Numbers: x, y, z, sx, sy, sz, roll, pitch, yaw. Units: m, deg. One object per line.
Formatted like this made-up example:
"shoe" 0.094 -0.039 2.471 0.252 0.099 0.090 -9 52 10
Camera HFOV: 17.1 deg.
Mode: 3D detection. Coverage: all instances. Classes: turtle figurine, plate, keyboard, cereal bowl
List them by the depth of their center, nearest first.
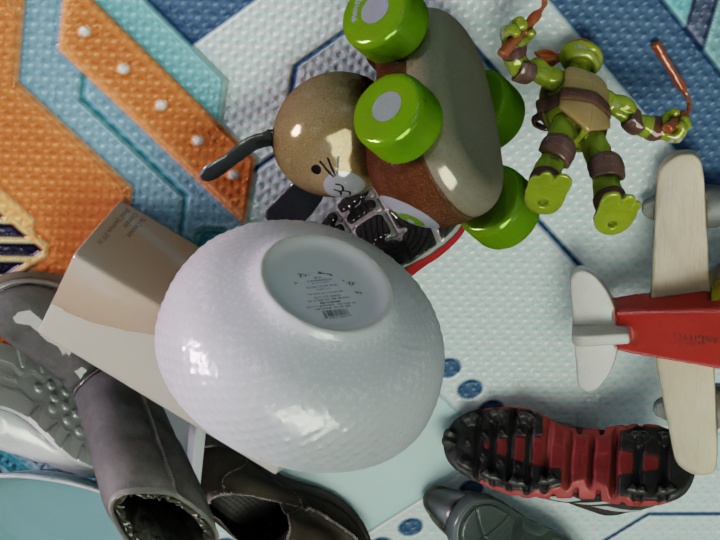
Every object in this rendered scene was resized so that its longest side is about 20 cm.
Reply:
"cereal bowl" -0.033 0.036 1.610 0.199 0.200 0.083 7 133 -17
"turtle figurine" 0.142 -0.109 1.648 0.200 0.162 0.064 27 138 -25
"keyboard" -0.138 0.144 1.844 0.011 0.056 0.201 -12 130 -26
"plate" -0.230 0.196 1.859 0.199 0.026 0.200 8 150 5

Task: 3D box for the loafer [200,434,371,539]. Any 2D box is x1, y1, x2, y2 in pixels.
"loafer" -0.069 0.205 1.905 0.200 0.071 0.073 33 117 -32

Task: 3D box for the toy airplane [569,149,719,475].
"toy airplane" 0.254 0.034 1.805 0.199 0.141 0.200 45 126 4

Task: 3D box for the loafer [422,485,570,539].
"loafer" 0.125 0.232 1.988 0.072 0.063 0.200 -53 130 -8

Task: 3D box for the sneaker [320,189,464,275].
"sneaker" 0.000 0.000 1.762 0.200 0.077 0.085 -32 148 21

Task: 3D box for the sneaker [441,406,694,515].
"sneaker" 0.165 0.155 1.907 0.200 0.071 0.098 6 165 6

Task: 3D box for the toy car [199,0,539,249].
"toy car" -0.005 -0.080 1.641 0.200 0.158 0.164 -23 145 25

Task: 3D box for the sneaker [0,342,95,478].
"sneaker" -0.263 0.105 1.792 0.200 0.077 0.080 31 133 -29

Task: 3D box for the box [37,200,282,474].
"box" -0.115 0.047 1.696 0.200 0.095 0.078 30 122 0

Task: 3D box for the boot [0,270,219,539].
"boot" -0.188 0.104 1.710 0.182 0.200 0.073 27 122 -29
